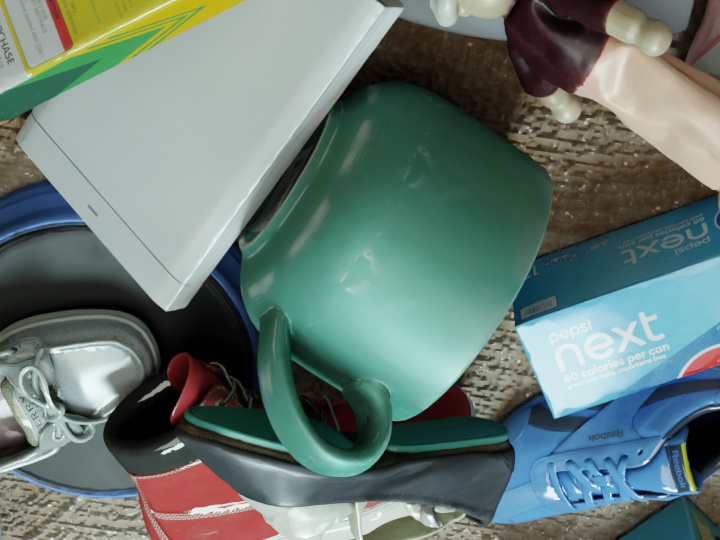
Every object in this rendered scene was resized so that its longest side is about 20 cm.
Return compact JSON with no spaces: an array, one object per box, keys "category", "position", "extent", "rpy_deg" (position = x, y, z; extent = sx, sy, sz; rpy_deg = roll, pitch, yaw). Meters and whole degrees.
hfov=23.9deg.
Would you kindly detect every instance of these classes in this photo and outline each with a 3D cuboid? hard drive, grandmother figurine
[{"category":"hard drive","position":[-0.082,-0.097,0.850],"extent":[0.132,0.027,0.200],"rpy_deg":[47,116,17]},{"category":"grandmother figurine","position":[0.112,-0.103,0.811],"extent":[0.199,0.061,0.121],"rpy_deg":[35,150,-4]}]

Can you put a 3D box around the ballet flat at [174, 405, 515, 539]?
[{"category":"ballet flat","position":[-0.006,0.111,0.888],"extent":[0.198,0.073,0.074],"rpy_deg":[5,123,-30]}]

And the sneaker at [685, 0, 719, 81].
[{"category":"sneaker","position":[0.208,-0.138,0.841],"extent":[0.075,0.105,0.201],"rpy_deg":[12,149,0]}]

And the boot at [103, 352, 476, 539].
[{"category":"boot","position":[-0.035,0.084,0.933],"extent":[0.198,0.073,0.145],"rpy_deg":[-22,134,-6]}]

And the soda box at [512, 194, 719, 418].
[{"category":"soda box","position":[0.185,0.008,0.923],"extent":[0.198,0.064,0.068],"rpy_deg":[-19,118,12]}]

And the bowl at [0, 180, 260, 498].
[{"category":"bowl","position":[-0.149,0.044,0.963],"extent":[0.198,0.039,0.202],"rpy_deg":[1,119,1]}]

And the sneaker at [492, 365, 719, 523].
[{"category":"sneaker","position":[0.147,0.104,0.971],"extent":[0.199,0.079,0.066],"rpy_deg":[-26,118,16]}]

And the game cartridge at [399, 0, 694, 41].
[{"category":"game cartridge","position":[0.074,-0.181,0.834],"extent":[0.198,0.042,0.134],"rpy_deg":[8,124,-4]}]

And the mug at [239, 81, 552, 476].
[{"category":"mug","position":[0.006,-0.010,0.846],"extent":[0.114,0.186,0.152],"rpy_deg":[33,120,-13]}]

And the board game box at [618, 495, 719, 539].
[{"category":"board game box","position":[0.174,0.253,1.072],"extent":[0.200,0.047,0.151],"rpy_deg":[-39,113,20]}]

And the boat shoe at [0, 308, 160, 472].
[{"category":"boat shoe","position":[-0.203,0.081,0.919],"extent":[0.200,0.065,0.075],"rpy_deg":[-17,119,0]}]

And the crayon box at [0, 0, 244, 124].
[{"category":"crayon box","position":[-0.123,-0.167,0.802],"extent":[0.199,0.051,0.128],"rpy_deg":[-23,84,15]}]

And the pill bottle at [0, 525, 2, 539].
[{"category":"pill bottle","position":[-0.320,0.171,1.001],"extent":[0.198,0.105,0.105],"rpy_deg":[-13,119,8]}]
